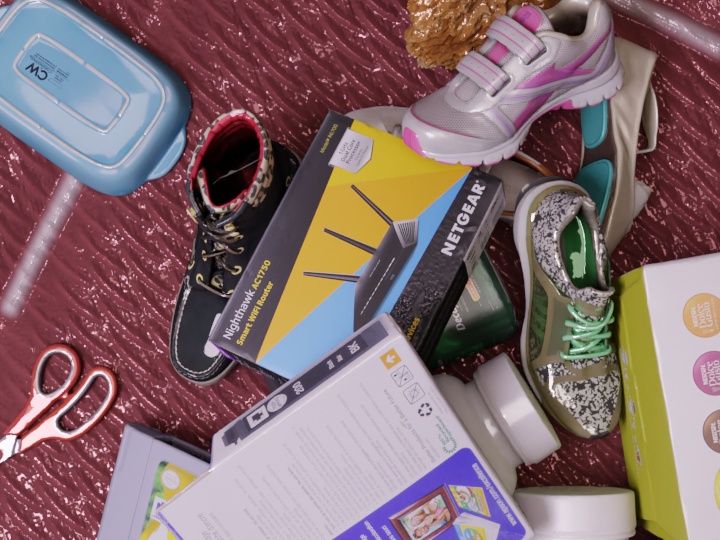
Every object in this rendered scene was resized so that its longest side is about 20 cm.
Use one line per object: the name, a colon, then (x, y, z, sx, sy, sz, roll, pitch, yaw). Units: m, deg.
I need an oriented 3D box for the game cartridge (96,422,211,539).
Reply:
game cartridge: (-0.121, 0.208, 1.000, 0.199, 0.040, 0.135, 17, 97, 36)

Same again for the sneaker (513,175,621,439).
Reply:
sneaker: (0.160, 0.030, 0.986, 0.076, 0.089, 0.202, -12, 95, -9)

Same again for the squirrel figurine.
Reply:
squirrel figurine: (0.084, -0.249, 1.025, 0.185, 0.141, 0.202, -16, 115, -32)

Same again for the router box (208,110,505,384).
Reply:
router box: (0.000, 0.000, 0.985, 0.148, 0.051, 0.201, 23, 76, 17)

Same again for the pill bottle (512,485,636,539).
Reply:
pill bottle: (0.163, 0.269, 1.011, 0.113, 0.114, 0.202, -1, 86, 0)

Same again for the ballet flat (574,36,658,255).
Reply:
ballet flat: (0.207, -0.087, 1.069, 0.069, 0.069, 0.202, 7, 85, 1)

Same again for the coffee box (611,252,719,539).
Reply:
coffee box: (0.297, 0.086, 0.982, 0.196, 0.200, 0.202, -9, 86, 0)

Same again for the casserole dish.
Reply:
casserole dish: (-0.232, -0.149, 1.085, 0.199, 0.039, 0.122, 35, 86, 4)

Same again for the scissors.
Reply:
scissors: (-0.279, 0.146, 1.072, 0.073, 0.014, 0.200, 41, 85, 1)

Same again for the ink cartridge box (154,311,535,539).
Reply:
ink cartridge box: (-0.009, 0.163, 0.911, 0.199, 0.043, 0.199, -35, 115, -2)

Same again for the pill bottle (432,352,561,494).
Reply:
pill bottle: (0.047, 0.150, 1.010, 0.199, 0.112, 0.113, -32, 86, 7)

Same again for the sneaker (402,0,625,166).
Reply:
sneaker: (0.111, -0.151, 0.994, 0.199, 0.089, 0.081, -31, 46, -23)

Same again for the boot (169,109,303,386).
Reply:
boot: (-0.108, -0.017, 1.012, 0.073, 0.154, 0.205, 22, 84, 10)

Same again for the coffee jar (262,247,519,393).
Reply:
coffee jar: (0.017, 0.046, 1.044, 0.199, 0.085, 0.105, -27, 84, -2)

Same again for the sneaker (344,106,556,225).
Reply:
sneaker: (0.070, -0.088, 1.056, 0.198, 0.085, 0.074, 16, 87, 3)
